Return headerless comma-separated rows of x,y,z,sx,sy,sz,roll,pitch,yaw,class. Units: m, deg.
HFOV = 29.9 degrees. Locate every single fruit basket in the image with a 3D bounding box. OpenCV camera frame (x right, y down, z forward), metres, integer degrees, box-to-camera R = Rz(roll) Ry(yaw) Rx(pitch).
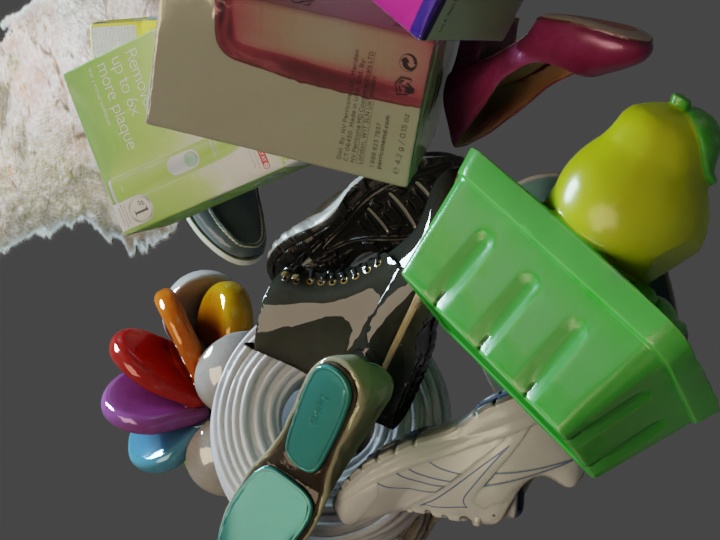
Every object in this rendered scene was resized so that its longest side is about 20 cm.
0.151,-0.007,0.844,0.213,0.156,0.218,-10,61,19,fruit basket

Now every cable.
-0.026,0.123,1.072,0.198,0.069,0.201,28,81,13,cable

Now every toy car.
-0.164,0.106,1.247,0.175,0.148,0.202,-131,44,-54,toy car

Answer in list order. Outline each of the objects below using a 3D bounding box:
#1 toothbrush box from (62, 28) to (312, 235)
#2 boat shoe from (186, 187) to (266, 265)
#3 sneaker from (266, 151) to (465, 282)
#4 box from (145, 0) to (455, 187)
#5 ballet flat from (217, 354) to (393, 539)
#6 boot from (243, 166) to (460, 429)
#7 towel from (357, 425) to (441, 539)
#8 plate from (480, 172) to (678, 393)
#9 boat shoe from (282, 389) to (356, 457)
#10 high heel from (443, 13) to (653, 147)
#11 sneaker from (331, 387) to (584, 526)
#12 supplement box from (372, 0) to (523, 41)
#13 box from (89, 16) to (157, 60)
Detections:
-0.124,-0.134,1.121,0.198,0.086,0.147,-21,91,17,toothbrush box
-0.132,-0.101,1.238,0.062,0.072,0.202,-50,56,49,boat shoe
0.009,-0.047,1.074,0.199,0.080,0.074,-27,109,35,sneaker
-0.039,-0.152,0.975,0.197,0.128,0.110,14,116,6,box
-0.037,0.144,0.991,0.070,0.069,0.201,48,118,32,ballet flat
0.000,0.000,1.006,0.137,0.077,0.202,23,98,14,boot
-0.006,0.175,1.181,0.200,0.034,0.133,50,132,33,towel
0.150,0.030,0.954,0.199,0.025,0.203,17,112,47,plate
-0.028,0.181,1.134,0.068,0.071,0.202,100,155,-72,boat shoe
0.124,-0.122,0.911,0.200,0.067,0.097,-158,73,-63,high heel
0.068,0.148,0.965,0.198,0.074,0.088,-26,88,23,sneaker
0.023,-0.247,0.886,0.200,0.103,0.102,45,122,25,supplement box
-0.138,-0.166,1.190,0.197,0.048,0.119,1,98,20,box
